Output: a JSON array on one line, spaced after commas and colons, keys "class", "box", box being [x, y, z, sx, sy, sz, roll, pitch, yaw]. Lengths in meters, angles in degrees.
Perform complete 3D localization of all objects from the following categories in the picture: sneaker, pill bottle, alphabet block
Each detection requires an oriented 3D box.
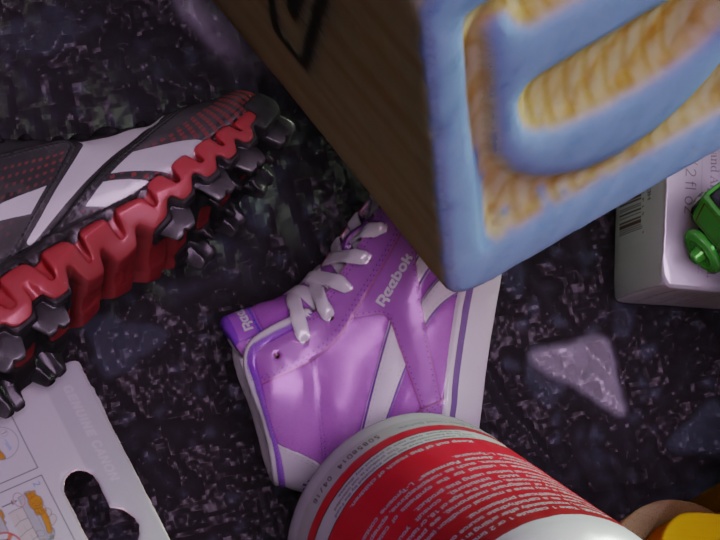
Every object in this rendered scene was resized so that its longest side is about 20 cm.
[{"class": "sneaker", "box": [-0.117, -0.028, 1.057, 0.098, 0.071, 0.200, 43, 61, 16]}, {"class": "sneaker", "box": [0.000, 0.000, 1.079, 0.113, 0.073, 0.202, 6, 91, -9]}, {"class": "pill bottle", "box": [0.056, 0.135, 0.979, 0.112, 0.200, 0.113, -6, 106, -22]}, {"class": "alphabet block", "box": [0.054, -0.150, 0.988, 0.195, 0.197, 0.200, -28, 57, -15]}]

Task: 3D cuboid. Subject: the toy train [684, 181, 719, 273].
[{"class": "toy train", "box": [0.208, 0.037, 1.046, 0.042, 0.056, 0.200, -36, 76, -17]}]

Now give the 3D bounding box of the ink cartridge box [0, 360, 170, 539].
[{"class": "ink cartridge box", "box": [-0.172, 0.145, 1.015, 0.199, 0.050, 0.163, -22, 65, -19]}]

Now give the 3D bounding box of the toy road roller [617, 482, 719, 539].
[{"class": "toy road roller", "box": [0.181, 0.108, 1.102, 0.199, 0.123, 0.147, 4, 70, -17]}]

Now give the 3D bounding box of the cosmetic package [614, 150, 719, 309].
[{"class": "cosmetic package", "box": [0.218, -0.030, 1.146, 0.199, 0.074, 0.102, 3, 84, -13]}]
